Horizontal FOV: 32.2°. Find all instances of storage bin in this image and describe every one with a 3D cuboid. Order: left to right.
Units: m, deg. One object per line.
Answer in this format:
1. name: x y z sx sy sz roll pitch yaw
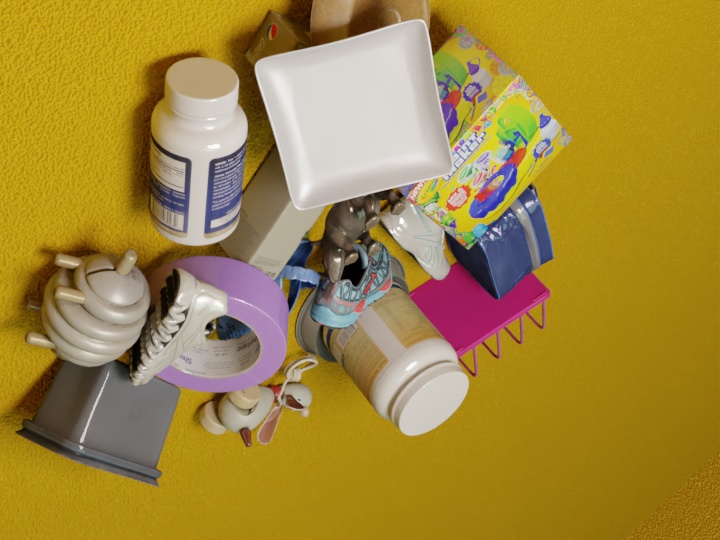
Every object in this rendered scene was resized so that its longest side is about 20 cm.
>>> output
1. storage bin: -0.335 0.184 1.636 0.200 0.144 0.136 36 73 -55

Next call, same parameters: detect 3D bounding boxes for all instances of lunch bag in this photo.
1. lunch bag: 0.205 -0.073 1.861 0.132 0.136 0.201 -36 145 -9

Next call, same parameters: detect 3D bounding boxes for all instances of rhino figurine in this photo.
1. rhino figurine: -0.013 -0.054 1.601 0.059 0.088 0.201 -9 149 -34

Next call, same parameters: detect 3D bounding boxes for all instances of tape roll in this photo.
1. tape roll: -0.192 0.072 1.608 0.197 0.066 0.201 1 139 1

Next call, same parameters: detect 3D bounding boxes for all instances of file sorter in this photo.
1. file sorter: 0.185 0.076 2.004 0.199 0.139 0.126 -32 146 -13

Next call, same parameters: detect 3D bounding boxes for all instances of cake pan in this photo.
1. cake pan: -0.006 0.063 1.892 0.199 0.037 0.202 -26 142 -22

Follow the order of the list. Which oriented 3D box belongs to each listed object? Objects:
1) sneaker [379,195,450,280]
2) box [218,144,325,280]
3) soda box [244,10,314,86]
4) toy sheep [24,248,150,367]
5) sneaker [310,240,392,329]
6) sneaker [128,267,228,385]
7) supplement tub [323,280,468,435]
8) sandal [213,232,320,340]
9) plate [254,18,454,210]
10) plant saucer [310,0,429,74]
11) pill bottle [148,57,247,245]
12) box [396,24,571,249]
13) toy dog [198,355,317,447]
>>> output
1. sneaker: 0.098 -0.050 1.841 0.080 0.070 0.200 -45 145 1
2. box: -0.097 -0.091 1.596 0.068 0.082 0.201 15 119 -50
3. soda box: -0.041 -0.241 1.496 0.199 0.068 0.064 11 122 -49
4. toy sheep: -0.317 0.042 1.486 0.137 0.139 0.200 -4 150 -42
5. sneaker: 0.000 0.000 1.740 0.200 0.078 0.096 -54 161 -54
6. sneaker: -0.227 0.080 1.522 0.080 0.076 0.200 14 137 -27
7. supplement tub: 0.051 0.125 1.804 0.143 0.200 0.145 -25 143 -21
8. sandal: -0.125 0.033 1.701 0.201 0.087 0.079 -51 147 17
9. plate: -0.005 -0.180 1.433 0.197 0.032 0.201 -14 124 2
10. plant saucer: 0.023 -0.290 1.459 0.199 0.035 0.203 -18 115 -44
11. pill bottle: -0.186 -0.137 1.430 0.110 0.111 0.201 -19 140 -29
12. box: 0.132 -0.165 1.586 0.200 0.122 0.192 -47 146 7
13. toy dog: -0.138 0.214 1.866 0.198 0.097 0.132 -14 153 -31
